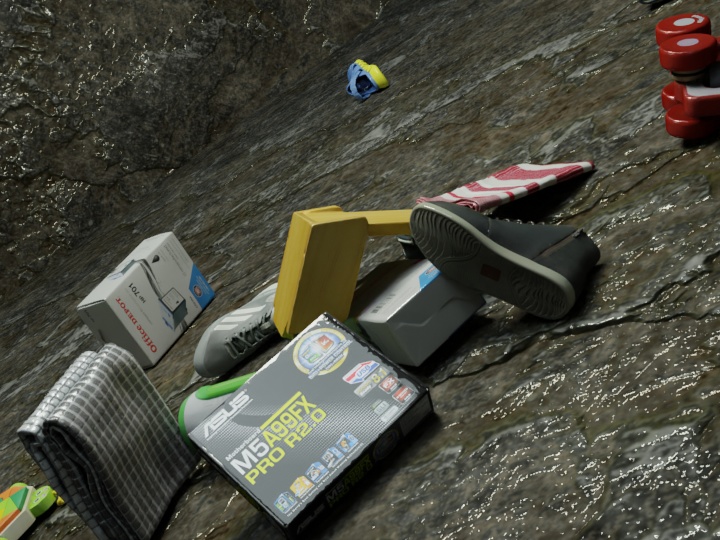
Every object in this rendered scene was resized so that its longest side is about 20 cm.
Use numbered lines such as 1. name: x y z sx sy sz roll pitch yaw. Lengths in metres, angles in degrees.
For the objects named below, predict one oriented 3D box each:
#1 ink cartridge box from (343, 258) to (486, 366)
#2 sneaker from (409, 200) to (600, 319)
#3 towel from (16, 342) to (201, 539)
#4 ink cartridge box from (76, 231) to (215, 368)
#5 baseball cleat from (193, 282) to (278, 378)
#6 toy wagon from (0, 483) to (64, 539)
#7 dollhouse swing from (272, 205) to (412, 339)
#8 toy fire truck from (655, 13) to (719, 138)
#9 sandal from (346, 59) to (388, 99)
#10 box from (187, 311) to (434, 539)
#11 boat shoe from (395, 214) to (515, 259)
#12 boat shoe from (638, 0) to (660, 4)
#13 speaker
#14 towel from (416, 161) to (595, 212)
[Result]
1. ink cartridge box: 0.045 0.046 1.160 0.115 0.068 0.200 -40 15 -18
2. sneaker: 0.156 -0.028 1.066 0.106 0.200 0.075 -43 -22 -44
3. towel: -0.278 0.204 1.120 0.085 0.200 0.166 -21 22 20
4. ink cartridge box: -0.363 0.053 1.677 0.086 0.147 0.200 -15 27 37
5. baseball cleat: -0.150 0.079 1.401 0.200 0.070 0.106 -45 22 -27
6. toy wagon: -0.495 0.349 1.353 0.200 0.040 0.155 -33 20 3
7. dollhouse swing: 0.000 0.000 1.209 0.200 0.175 0.182 -148 71 -77
8. toy fire truck: 0.450 -0.243 1.185 0.167 0.112 0.200 -6 29 17
9. sandal: -0.003 -0.473 2.454 0.087 0.080 0.200 -38 18 -4
10. box: -0.050 0.154 0.997 0.200 0.044 0.160 -41 53 -20
11. boat shoe: 0.123 -0.046 1.278 0.200 0.060 0.076 -13 28 44
12. boat shoe: 0.563 -0.519 1.675 0.200 0.075 0.062 -21 22 36
13. speaker: -0.119 0.159 1.142 0.200 0.089 0.089 -20 24 34
14. towel: 0.189 -0.112 1.293 0.200 0.023 0.144 -21 13 -27
